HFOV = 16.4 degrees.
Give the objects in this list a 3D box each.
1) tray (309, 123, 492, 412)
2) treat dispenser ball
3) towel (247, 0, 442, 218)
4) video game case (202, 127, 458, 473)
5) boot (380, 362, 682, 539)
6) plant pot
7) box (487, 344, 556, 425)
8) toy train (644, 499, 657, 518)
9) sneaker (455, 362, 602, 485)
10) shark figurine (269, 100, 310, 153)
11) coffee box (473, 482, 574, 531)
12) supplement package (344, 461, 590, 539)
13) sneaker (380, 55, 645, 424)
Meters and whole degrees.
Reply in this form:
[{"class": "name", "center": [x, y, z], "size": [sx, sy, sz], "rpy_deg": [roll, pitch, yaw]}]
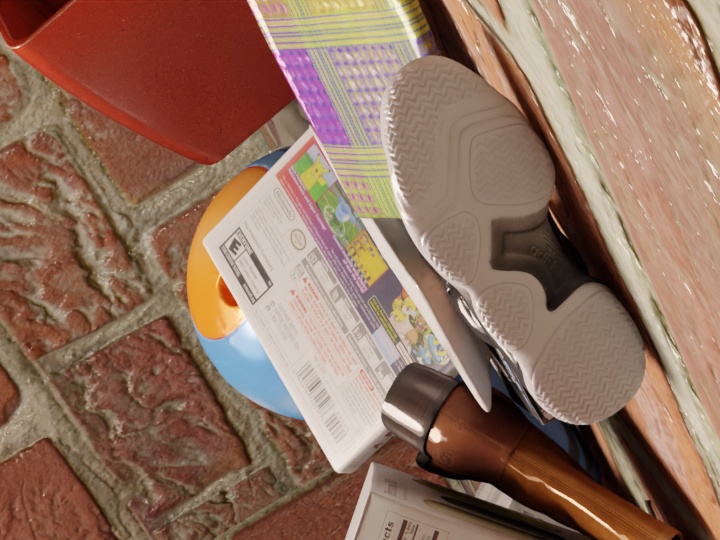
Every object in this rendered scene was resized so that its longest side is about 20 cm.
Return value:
[{"class": "tray", "center": [0.028, -0.008, 1.456], "size": [0.108, 0.022, 0.200], "rpy_deg": [61, 178, -35]}, {"class": "treat dispenser ball", "center": [-0.026, 0.008, 1.799], "size": [0.202, 0.200, 0.201], "rpy_deg": [59, 177, 4]}, {"class": "towel", "center": [0.000, -0.116, 1.291], "size": [0.143, 0.023, 0.201], "rpy_deg": [2, 124, 56]}, {"class": "video game case", "center": [0.000, 0.000, 1.642], "size": [0.023, 0.182, 0.200], "rpy_deg": [5, -133, -52]}, {"class": "boot", "center": [0.127, 0.127, 1.492], "size": [0.199, 0.069, 0.188], "rpy_deg": [28, 171, 22]}, {"class": "plant pot", "center": [-0.113, -0.187, 1.557], "size": [0.176, 0.200, 0.200], "rpy_deg": [48, -175, -37]}, {"class": "box", "center": [0.067, -0.015, 1.437], "size": [0.201, 0.050, 0.158], "rpy_deg": [59, 178, -4]}, {"class": "toy train", "center": [0.174, 0.250, 1.605], "size": [0.201, 0.115, 0.085], "rpy_deg": [61, 177, -26]}, {"class": "sneaker", "center": [0.120, 0.096, 1.702], "size": [0.066, 0.079, 0.200], "rpy_deg": [5, 158, 33]}, {"class": "shark figurine", "center": [-0.061, -0.116, 2.368], "size": [0.128, 0.089, 0.215], "rpy_deg": [59, 180, -24]}, {"class": "coffee box", "center": [0.131, 0.202, 1.741], "size": [0.113, 0.080, 0.200], "rpy_deg": [26, -179, -2]}, {"class": "supplement package", "center": [0.076, 0.223, 1.490], "size": [0.199, 0.151, 0.152], "rpy_deg": [19, -178, 0]}, {"class": "sneaker", "center": [0.060, -0.020, 1.210], "size": [0.201, 0.075, 0.114], "rpy_deg": [58, 175, -19]}]
